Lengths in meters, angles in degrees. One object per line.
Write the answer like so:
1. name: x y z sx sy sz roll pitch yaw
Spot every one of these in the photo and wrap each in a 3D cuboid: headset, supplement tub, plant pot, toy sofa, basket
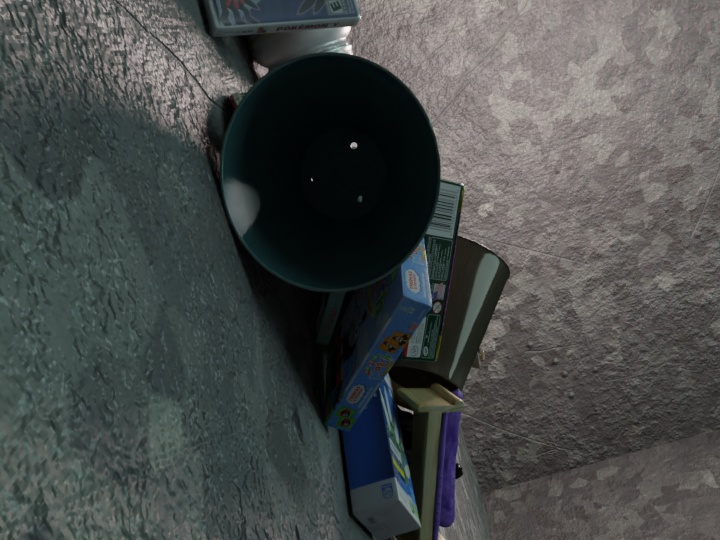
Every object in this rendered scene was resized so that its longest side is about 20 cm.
1. headset: 0.078 0.269 0.973 0.202 0.092 0.125 55 17 -33
2. supplement tub: -0.095 -0.360 0.853 0.145 0.141 0.205 -80 152 -73
3. plant pot: -0.023 -0.093 0.626 0.135 0.195 0.205 -66 139 -81
4. toy sofa: 0.098 0.258 0.842 0.083 0.095 0.206 -160 -107 -74
5. basket: 0.117 0.070 0.946 0.136 0.176 0.204 116 -7 -66

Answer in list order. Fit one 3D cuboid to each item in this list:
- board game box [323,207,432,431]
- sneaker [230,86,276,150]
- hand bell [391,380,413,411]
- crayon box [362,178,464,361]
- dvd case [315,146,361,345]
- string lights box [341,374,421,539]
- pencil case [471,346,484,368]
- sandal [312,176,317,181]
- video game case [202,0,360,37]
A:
1. board game box: 0.013 0.049 0.694 0.153 0.036 0.202 -91 -156 -50
2. sneaker: -0.094 -0.173 0.733 0.201 0.073 0.083 -80 152 -71
3. hand bell: 0.095 0.112 1.027 0.204 0.102 0.104 -67 157 -16
4. crayon box: 0.041 -0.010 0.791 0.171 0.057 0.206 15 -83 59
5. dvd case: -0.025 -0.034 0.785 0.203 0.021 0.148 -86 -169 -48
6. string lights box: 0.016 0.204 0.787 0.104 0.057 0.204 62 13 -50
7. pencil case: 0.113 0.142 1.097 0.090 0.194 0.079 71 9 -52
8. sandal: -0.047 -0.142 0.800 0.200 0.074 0.049 -45 116 -52
9. video game case: -0.106 -0.369 0.733 0.023 0.178 0.205 -28 -103 65
